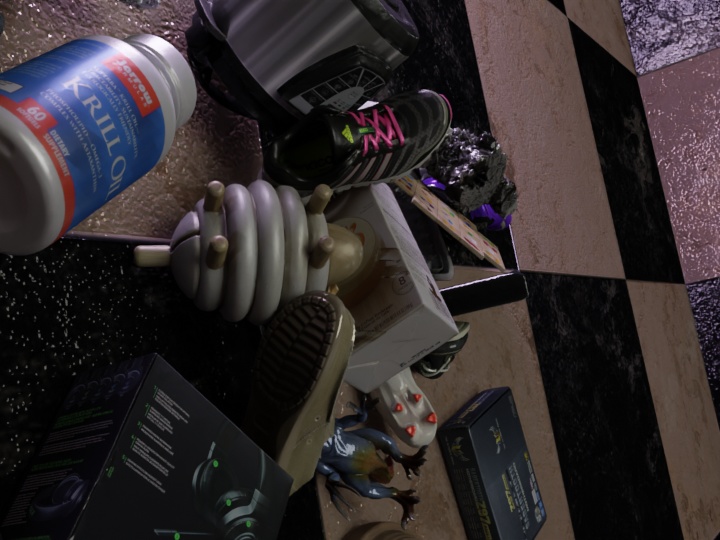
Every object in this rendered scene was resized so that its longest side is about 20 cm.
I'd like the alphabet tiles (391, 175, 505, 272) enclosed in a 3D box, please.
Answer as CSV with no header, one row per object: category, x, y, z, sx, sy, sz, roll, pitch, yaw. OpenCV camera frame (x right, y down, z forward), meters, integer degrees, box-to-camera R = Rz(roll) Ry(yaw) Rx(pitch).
alphabet tiles,0.103,-0.065,0.992,0.166,0.006,0.200,40,13,-4

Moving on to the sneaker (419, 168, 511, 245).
sneaker,0.150,-0.078,1.211,0.199,0.069,0.100,24,59,-43

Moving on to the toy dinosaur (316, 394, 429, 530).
toy dinosaur,-0.025,0.192,0.831,0.180,0.200,0.106,23,66,-11

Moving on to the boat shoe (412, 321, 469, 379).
boat shoe,0.090,0.092,0.968,0.200,0.071,0.068,112,-27,-85

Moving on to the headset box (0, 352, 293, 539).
headset box,-0.150,0.183,0.593,0.174,0.092,0.201,50,39,-34

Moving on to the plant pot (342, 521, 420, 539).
plant pot,0.053,0.355,0.844,0.200,0.092,0.203,32,50,-48

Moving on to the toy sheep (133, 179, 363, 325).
toy sheep,-0.094,-0.017,0.723,0.198,0.138,0.139,4,69,-16

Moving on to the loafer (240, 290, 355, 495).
loafer,-0.053,0.109,0.714,0.068,0.075,0.201,3,115,-52

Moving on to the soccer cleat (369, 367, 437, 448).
soccer cleat,0.025,0.106,0.942,0.069,0.078,0.201,-21,79,-16

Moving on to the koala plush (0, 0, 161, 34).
koala plush,-0.225,-0.266,0.615,0.200,0.182,0.179,-31,104,-70

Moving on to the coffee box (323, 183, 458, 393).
coffee box,0.000,0.000,0.823,0.080,0.114,0.201,37,23,-50

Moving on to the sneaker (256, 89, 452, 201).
sneaker,-0.005,-0.118,0.770,0.087,0.198,0.074,88,-19,-80

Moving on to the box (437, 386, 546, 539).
box,0.180,0.276,1.117,0.157,0.051,0.202,-21,95,-57

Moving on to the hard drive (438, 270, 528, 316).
hard drive,0.113,0.033,0.960,0.200,0.138,0.033,20,56,-84

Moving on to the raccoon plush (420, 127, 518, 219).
raccoon plush,0.121,-0.135,1.115,0.097,0.134,0.200,-47,148,-7

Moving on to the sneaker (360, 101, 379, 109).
sneaker,0.001,-0.184,1.008,0.200,0.115,0.074,-105,-149,-80

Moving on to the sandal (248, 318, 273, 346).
sandal,-0.073,0.042,0.817,0.075,0.048,0.202,-42,112,-56

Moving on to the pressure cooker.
pressure cooker,-0.063,-0.226,0.814,0.176,0.199,0.179,48,20,-19

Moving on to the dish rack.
dish rack,0.031,-0.058,1.011,0.199,0.043,0.173,0,65,-58

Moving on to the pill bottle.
pill bottle,-0.206,-0.105,0.612,0.113,0.112,0.200,61,34,-20
